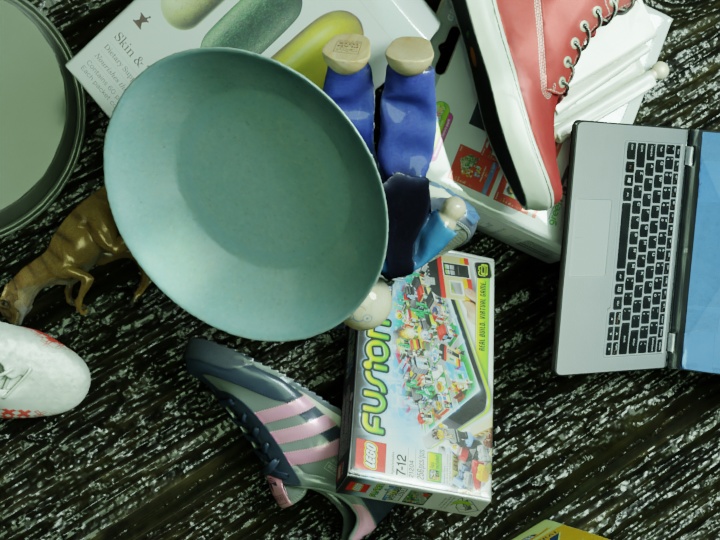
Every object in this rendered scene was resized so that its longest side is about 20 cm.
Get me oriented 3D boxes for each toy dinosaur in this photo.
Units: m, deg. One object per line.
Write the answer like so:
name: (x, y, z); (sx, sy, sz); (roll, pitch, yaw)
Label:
toy dinosaur: (-0.186, -0.035, 1.062); (0.106, 0.060, 0.201); (38, 81, -8)

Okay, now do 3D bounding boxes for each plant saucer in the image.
plant saucer: (-0.069, -0.051, 0.926); (0.199, 0.039, 0.203); (11, 120, 18)

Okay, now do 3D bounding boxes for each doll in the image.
doll: (0.002, -0.052, 0.949); (0.135, 0.049, 0.202); (2, 120, 1)

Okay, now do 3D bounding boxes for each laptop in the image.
laptop: (0.257, -0.010, 1.081); (0.198, 0.115, 0.190); (0, 97, -37)

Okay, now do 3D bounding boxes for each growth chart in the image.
growth chart: (0.145, -0.201, 1.082); (0.143, 0.018, 0.202); (-21, 90, -11)

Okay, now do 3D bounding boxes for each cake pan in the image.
cake pan: (-0.298, -0.118, 1.052); (0.198, 0.037, 0.203); (0, 88, -13)

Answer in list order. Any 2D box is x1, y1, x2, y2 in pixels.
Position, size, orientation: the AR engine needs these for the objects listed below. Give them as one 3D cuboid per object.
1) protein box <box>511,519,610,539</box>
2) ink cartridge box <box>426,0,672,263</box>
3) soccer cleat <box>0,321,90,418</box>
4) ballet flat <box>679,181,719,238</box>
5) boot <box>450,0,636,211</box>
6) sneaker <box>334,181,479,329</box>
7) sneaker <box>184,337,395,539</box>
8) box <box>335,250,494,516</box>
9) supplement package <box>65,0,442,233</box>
protein box: (0.158, 0.310, 1.054); (0.134, 0.198, 0.201); (-29, 93, -13)
ink cartridge box: (0.118, -0.134, 1.124); (0.174, 0.084, 0.202); (24, 82, -9)
soccer cleat: (-0.288, 0.058, 1.022); (0.198, 0.085, 0.069); (20, 83, -11)
ballet flat: (0.306, 0.009, 1.168); (0.076, 0.064, 0.201); (-41, 97, -21)
boot: (0.151, -0.151, 1.034); (0.143, 0.072, 0.202); (-13, 85, -6)
sneaker: (0.000, 0.000, 1.040); (0.077, 0.199, 0.086); (38, 48, -37)
sneaker: (-0.057, 0.127, 1.079); (0.199, 0.070, 0.083); (33, 77, -8)
box: (0.043, 0.075, 1.079); (0.109, 0.035, 0.202); (11, 59, -12)
supplement package: (-0.068, -0.159, 1.014); (0.200, 0.151, 0.152); (-39, 97, 14)
